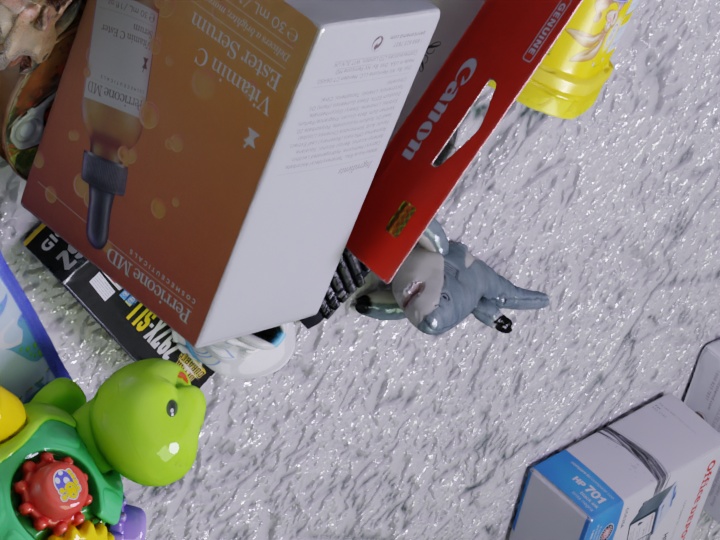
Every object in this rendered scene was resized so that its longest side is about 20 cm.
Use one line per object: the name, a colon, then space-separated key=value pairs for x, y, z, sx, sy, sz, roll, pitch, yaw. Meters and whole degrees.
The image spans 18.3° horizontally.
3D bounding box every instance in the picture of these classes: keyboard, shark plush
keyboard: x=0.000 y=0.000 z=1.519 sx=0.104 sy=0.040 sz=0.200 roll=-51 pitch=175 yaw=-3
shark plush: x=0.077 y=0.028 z=1.681 sx=0.091 sy=0.083 sz=0.200 roll=-54 pitch=149 yaw=6

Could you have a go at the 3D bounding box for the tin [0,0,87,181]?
tin: x=-0.133 y=-0.125 z=1.287 sx=0.200 sy=0.042 sz=0.112 roll=-33 pitch=141 yaw=-27

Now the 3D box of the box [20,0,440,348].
box: x=-0.074 y=-0.087 z=1.215 sx=0.106 sy=0.152 sz=0.201 roll=-15 pitch=134 yaw=-52

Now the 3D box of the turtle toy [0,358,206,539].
turtle toy: x=-0.166 y=0.126 z=1.214 sx=0.200 sy=0.101 sz=0.146 roll=-52 pitch=148 yaw=-4

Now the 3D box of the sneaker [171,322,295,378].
sneaker: x=-0.075 y=0.031 z=1.390 sx=0.075 sy=0.087 sz=0.200 roll=-48 pitch=151 yaw=-6

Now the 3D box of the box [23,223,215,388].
box: x=-0.107 y=-0.018 z=1.425 sx=0.160 sy=0.049 sz=0.200 roll=-45 pitch=149 yaw=-6

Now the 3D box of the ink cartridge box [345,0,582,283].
ink cartridge box: x=0.021 y=-0.109 z=1.286 sx=0.043 sy=0.174 sz=0.200 roll=32 pitch=94 yaw=-30

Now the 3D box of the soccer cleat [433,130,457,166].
soccer cleat: x=0.044 y=-0.161 z=1.466 sx=0.064 sy=0.084 sz=0.201 roll=9 pitch=100 yaw=-25

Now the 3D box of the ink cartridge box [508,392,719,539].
ink cartridge box: x=0.237 y=0.223 z=2.103 sx=0.199 sy=0.086 sz=0.147 roll=-23 pitch=139 yaw=-37

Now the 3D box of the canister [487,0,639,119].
canister: x=0.157 y=-0.214 z=1.496 sx=0.201 sy=0.086 sz=0.149 roll=-65 pitch=171 yaw=18

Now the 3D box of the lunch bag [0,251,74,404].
lunch bag: x=-0.256 y=0.074 z=1.250 sx=0.170 sy=0.127 sz=0.200 roll=-40 pitch=158 yaw=-17

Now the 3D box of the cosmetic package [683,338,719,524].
cosmetic package: x=0.433 y=0.156 z=2.211 sx=0.199 sy=0.166 sz=0.168 roll=-19 pitch=138 yaw=-40

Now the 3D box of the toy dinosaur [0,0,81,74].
toy dinosaur: x=-0.148 y=-0.181 z=1.115 sx=0.200 sy=0.086 sz=0.135 roll=-30 pitch=166 yaw=34
